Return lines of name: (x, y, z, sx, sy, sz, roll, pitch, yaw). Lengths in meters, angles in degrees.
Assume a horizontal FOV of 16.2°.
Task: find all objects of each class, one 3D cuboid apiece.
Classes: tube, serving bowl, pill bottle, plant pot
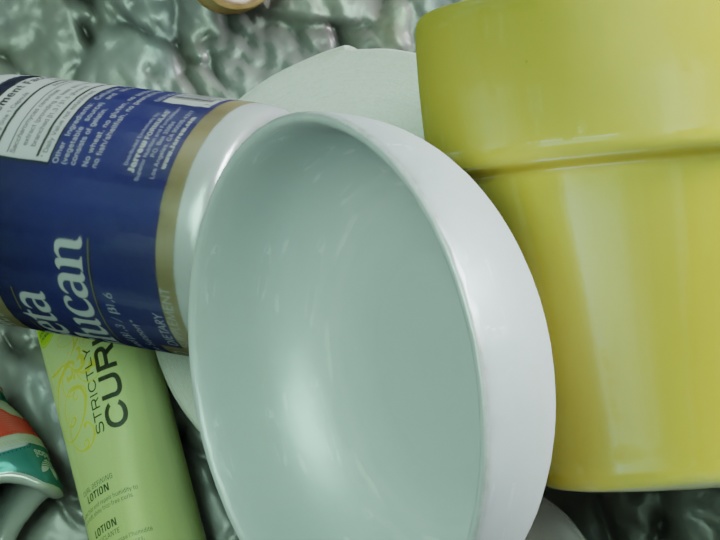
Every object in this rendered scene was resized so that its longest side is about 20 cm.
tube: (-0.113, 0.067, 1.150, 0.058, 0.052, 0.200, -15, 65, -2)
serving bowl: (0.012, 0.037, 0.954, 0.200, 0.066, 0.200, 17, 111, 53)
pill bottle: (-0.124, -0.027, 1.102, 0.200, 0.111, 0.111, 8, 80, 28)
plant pot: (0.127, -0.014, 0.985, 0.201, 0.201, 0.189, -4, 89, 24)

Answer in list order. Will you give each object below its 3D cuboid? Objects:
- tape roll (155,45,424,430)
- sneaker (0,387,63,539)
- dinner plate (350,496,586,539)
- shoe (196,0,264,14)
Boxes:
tape roll: (0.000, 0.000, 1.120, 0.203, 0.037, 0.203, -7, 74, 24)
sneaker: (-0.215, 0.143, 1.164, 0.200, 0.070, 0.093, -50, 56, 3)
dinner plate: (0.003, 0.158, 0.973, 0.200, 0.024, 0.200, -24, 38, 21)
shoe: (-0.064, -0.215, 1.203, 0.053, 0.070, 0.200, 156, 116, -65)
